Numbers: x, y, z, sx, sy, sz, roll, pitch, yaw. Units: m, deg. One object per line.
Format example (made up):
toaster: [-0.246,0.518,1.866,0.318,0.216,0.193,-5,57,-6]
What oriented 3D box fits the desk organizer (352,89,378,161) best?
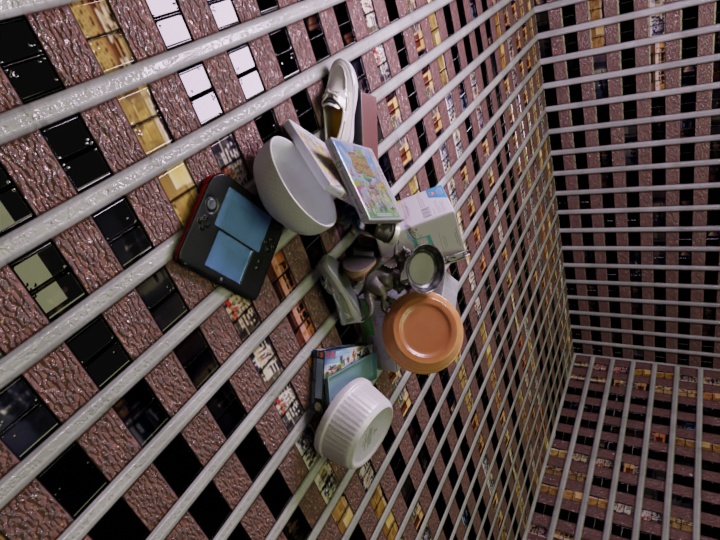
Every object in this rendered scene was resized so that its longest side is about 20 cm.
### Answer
desk organizer: [-0.005,-0.313,1.211,0.077,0.071,0.202,-12,102,-58]

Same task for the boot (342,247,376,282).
boot: [0.000,0.000,1.191,0.200,0.073,0.076,-59,154,-76]

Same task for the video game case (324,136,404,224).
video game case: [0.015,-0.183,1.068,0.200,0.022,0.183,-13,76,-64]

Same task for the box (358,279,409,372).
box: [0.086,0.135,1.347,0.176,0.096,0.202,-35,120,-50]

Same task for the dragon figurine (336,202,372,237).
dragon figurine: [-0.010,-0.136,1.153,0.059,0.200,0.100,37,89,-24]

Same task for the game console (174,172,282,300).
game console: [-0.228,-0.059,0.924,0.200,0.031,0.178,38,61,-50]

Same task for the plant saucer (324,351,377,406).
plant saucer: [-0.020,0.251,1.195,0.199,0.019,0.071,-16,105,-54]

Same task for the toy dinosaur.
toy dinosaur: [0.052,0.034,1.208,0.102,0.077,0.200,45,81,-6]

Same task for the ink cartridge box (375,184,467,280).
ink cartridge box: [0.144,-0.093,1.294,0.147,0.198,0.147,-98,166,-55]

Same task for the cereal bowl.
cereal bowl: [-0.136,-0.150,0.978,0.200,0.083,0.201,49,22,-27]

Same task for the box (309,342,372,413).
box: [-0.041,0.249,1.214,0.199,0.037,0.138,3,89,-56]

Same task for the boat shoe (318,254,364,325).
boat shoe: [-0.052,0.051,1.163,0.075,0.064,0.203,-98,165,-48]

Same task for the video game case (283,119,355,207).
video game case: [-0.059,-0.211,1.063,0.182,0.023,0.201,19,34,-56]

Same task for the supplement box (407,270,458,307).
supplement box: [0.180,0.109,1.316,0.103,0.100,0.202,30,66,-54]

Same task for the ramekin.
ramekin: [-0.007,0.354,1.163,0.202,0.094,0.204,-41,146,-36]

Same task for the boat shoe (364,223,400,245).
boat shoe: [0.035,-0.132,1.209,0.060,0.202,0.072,13,116,-24]

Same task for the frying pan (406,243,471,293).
frying pan: [0.175,-0.029,1.207,0.190,0.031,0.115,-44,114,-22]

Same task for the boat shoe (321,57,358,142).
boat shoe: [-0.053,-0.373,1.137,0.070,0.070,0.202,-9,104,-60]

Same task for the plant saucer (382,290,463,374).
plant saucer: [0.151,0.144,1.214,0.037,0.198,0.202,111,-8,-75]
